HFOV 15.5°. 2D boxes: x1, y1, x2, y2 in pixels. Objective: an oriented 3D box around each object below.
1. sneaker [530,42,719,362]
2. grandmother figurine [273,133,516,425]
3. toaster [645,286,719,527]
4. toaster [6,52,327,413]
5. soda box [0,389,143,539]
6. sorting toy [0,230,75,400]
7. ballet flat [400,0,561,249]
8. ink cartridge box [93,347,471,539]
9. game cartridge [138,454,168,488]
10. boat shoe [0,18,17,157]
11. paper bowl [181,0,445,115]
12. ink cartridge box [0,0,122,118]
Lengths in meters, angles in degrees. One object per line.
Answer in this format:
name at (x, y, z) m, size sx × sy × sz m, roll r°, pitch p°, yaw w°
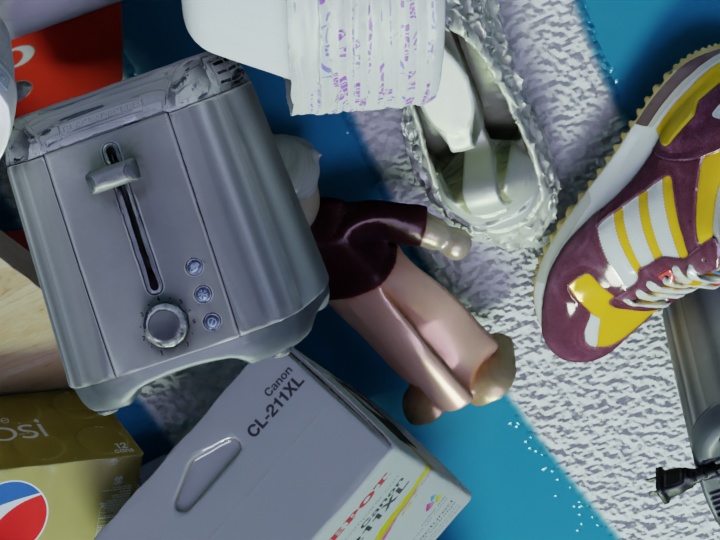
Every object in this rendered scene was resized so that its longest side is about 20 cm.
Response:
sneaker at (0.155, -0.012, 1.299) m, size 0.075 × 0.090 × 0.200 m, roll -9°, pitch 139°, yaw -38°
grandmother figurine at (0.000, 0.000, 1.319) m, size 0.121 × 0.061 × 0.200 m, roll -28°, pitch 129°, yaw 26°
toaster at (0.235, 0.053, 1.353) m, size 0.199 × 0.129 × 0.114 m, roll -17°, pitch 131°, yaw 7°
toaster at (-0.083, -0.023, 1.170) m, size 0.113 × 0.200 × 0.130 m, roll -17°, pitch 95°, yaw 8°
soda box at (-0.209, 0.105, 1.257) m, size 0.199 × 0.068 × 0.064 m, roll -3°, pitch 120°, yaw -29°
sorting toy at (-0.232, 0.029, 1.270) m, size 0.199 × 0.070 × 0.199 m, roll -23°, pitch 156°, yaw 11°
ballet flat at (0.048, -0.068, 1.264) m, size 0.072 × 0.072 × 0.200 m, roll -18°, pitch 132°, yaw 8°
ink cartridge box at (-0.036, 0.129, 1.318) m, size 0.146 × 0.083 × 0.200 m, roll -49°, pitch 163°, yaw 0°
game cartridge at (-0.097, 0.180, 1.460) m, size 0.129 × 0.038 × 0.200 m, roll -23°, pitch 134°, yaw -6°
boat shoe at (-0.206, -0.032, 1.119) m, size 0.072 × 0.069 × 0.200 m, roll 25°, pitch 124°, yaw -14°
paper bowl at (-0.026, -0.163, 1.078) m, size 0.104 × 0.201 × 0.201 m, roll -6°, pitch 132°, yaw -3°
ink cartridge box at (-0.165, -0.104, 1.147) m, size 0.162 × 0.057 × 0.200 m, roll -23°, pitch 146°, yaw -18°
